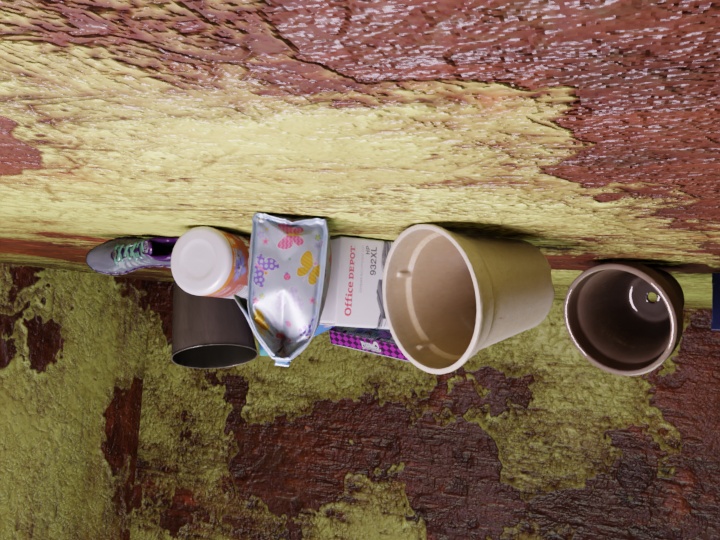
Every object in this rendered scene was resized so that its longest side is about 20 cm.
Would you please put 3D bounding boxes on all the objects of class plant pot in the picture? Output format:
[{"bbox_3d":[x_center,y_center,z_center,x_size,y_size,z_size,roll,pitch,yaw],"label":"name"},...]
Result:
[{"bbox_3d":[0.162,0.030,0.952,0.183,0.201,0.200,-6,-178,-34],"label":"plant pot"},{"bbox_3d":[0.495,0.068,1.217,0.200,0.201,0.174,0,-168,46],"label":"plant pot"}]

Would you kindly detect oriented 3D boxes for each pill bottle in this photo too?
[{"bbox_3d":[-0.222,-0.008,1.163,0.112,0.112,0.200,2,176,20],"label":"pill bottle"}]

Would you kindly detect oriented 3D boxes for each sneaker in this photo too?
[{"bbox_3d":[-0.425,-0.040,1.291,0.200,0.075,0.088,-7,167,-8],"label":"sneaker"}]

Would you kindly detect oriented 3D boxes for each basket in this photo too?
[{"bbox_3d":[-0.280,0.067,1.268,0.136,0.200,0.180,-21,157,24],"label":"basket"}]

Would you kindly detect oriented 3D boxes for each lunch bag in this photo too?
[{"bbox_3d":[-0.107,0.030,0.964,0.127,0.200,0.170,4,177,-1],"label":"lunch bag"}]

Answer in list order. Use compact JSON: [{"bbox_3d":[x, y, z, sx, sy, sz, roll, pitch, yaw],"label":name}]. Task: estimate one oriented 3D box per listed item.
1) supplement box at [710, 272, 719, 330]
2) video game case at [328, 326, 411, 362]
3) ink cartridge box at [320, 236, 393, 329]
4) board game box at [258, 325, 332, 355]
[{"bbox_3d":[0.761,0.063,1.253,0.200,0.109,0.109,6,175,-24],"label":"supplement box"},{"bbox_3d":[0.071,0.103,1.289,0.200,0.036,0.181,8,-153,40],"label":"video game case"},{"bbox_3d":[0.037,0.025,1.144,0.200,0.145,0.084,5,176,-23],"label":"ink cartridge box"},{"bbox_3d":[-0.131,0.060,1.281,0.045,0.152,0.200,4,156,-41],"label":"board game box"}]
